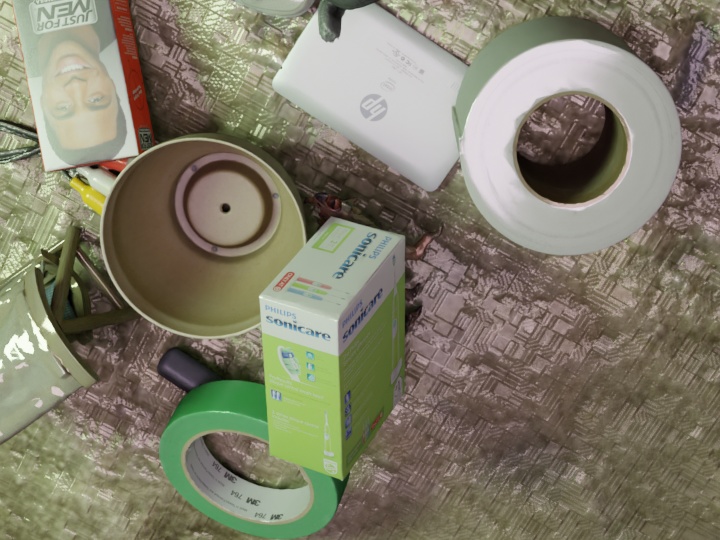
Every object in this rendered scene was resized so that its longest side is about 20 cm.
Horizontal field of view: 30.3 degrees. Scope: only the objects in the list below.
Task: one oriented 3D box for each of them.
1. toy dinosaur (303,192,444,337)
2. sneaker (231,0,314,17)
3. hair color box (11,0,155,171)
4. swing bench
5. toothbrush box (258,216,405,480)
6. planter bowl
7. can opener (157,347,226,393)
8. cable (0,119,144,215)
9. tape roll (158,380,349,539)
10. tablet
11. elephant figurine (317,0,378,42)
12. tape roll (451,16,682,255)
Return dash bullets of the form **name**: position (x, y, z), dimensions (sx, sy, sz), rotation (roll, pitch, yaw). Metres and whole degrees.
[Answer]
- **toy dinosaur**: position (0.000, 0.000, 1.358), dimensions (0.135, 0.086, 0.200), rotation (18, 125, 9)
- **sneaker**: position (-0.135, -0.301, 1.269), dimensions (0.200, 0.081, 0.075), rotation (28, 107, -5)
- **hair color box**: position (-0.273, -0.204, 1.304), dimensions (0.101, 0.061, 0.200), rotation (-10, 96, 8)
- **swing bench**: position (-0.354, 0.082, 1.352), dimensions (0.199, 0.200, 0.130), rotation (-34, 102, 15)
- **toothbrush box**: position (-0.022, 0.074, 1.274), dimensions (0.086, 0.146, 0.200), rotation (17, 130, 20)
- **planter bowl**: position (-0.144, -0.048, 1.323), dimensions (0.200, 0.135, 0.201), rotation (2, 108, 5)
- **can opener**: position (-0.121, 0.134, 1.436), dimensions (0.200, 0.053, 0.067), rotation (34, 76, -5)
- **cable**: position (-0.306, -0.121, 1.359), dimensions (0.200, 0.050, 0.097), rotation (21, 108, -3)
- **tape roll**: position (-0.112, 0.203, 1.407), dimensions (0.200, 0.048, 0.201), rotation (12, 134, 13)
- **tablet**: position (0.025, -0.181, 1.327), dimensions (0.200, 0.014, 0.130), rotation (33, 109, -5)
- **elephant figurine**: position (0.057, -0.315, 1.227), dimensions (0.200, 0.142, 0.155), rotation (-3, 138, -10)
- **tape roll**: position (0.191, -0.130, 1.255), dimensions (0.202, 0.139, 0.203), rotation (0, 109, 0)
